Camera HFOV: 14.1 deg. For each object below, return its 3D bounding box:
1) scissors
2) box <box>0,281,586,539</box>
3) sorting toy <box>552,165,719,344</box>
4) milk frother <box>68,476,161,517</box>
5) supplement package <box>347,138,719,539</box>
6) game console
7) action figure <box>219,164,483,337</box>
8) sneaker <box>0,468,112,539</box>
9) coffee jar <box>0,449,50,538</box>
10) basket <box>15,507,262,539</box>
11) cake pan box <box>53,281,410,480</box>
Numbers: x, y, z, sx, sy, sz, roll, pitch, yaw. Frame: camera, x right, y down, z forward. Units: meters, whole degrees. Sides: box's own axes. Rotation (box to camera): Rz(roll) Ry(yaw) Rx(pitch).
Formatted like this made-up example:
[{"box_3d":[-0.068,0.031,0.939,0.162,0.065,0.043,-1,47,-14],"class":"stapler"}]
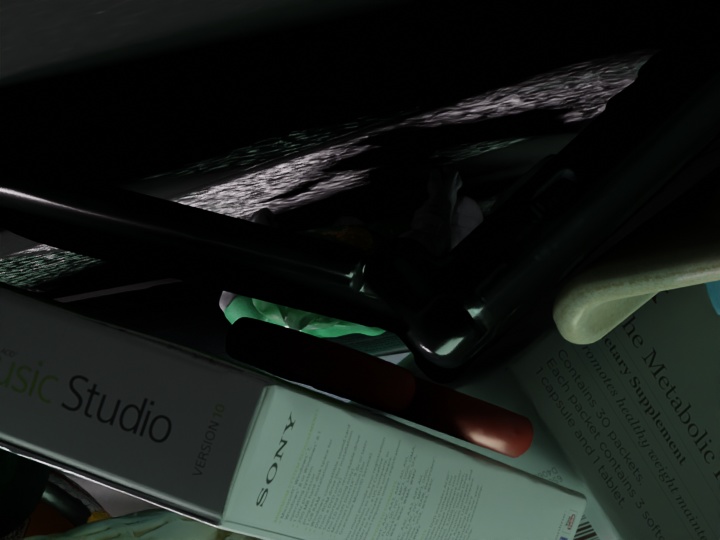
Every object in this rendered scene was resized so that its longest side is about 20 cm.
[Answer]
[{"box_3d":[-0.022,0.020,0.752,0.073,0.014,0.200,19,179,-25],"class":"scissors"},{"box_3d":[-0.045,0.035,0.693,0.144,0.036,0.200,18,175,26],"class":"box"},{"box_3d":[0.168,-0.037,0.715,0.200,0.037,0.185,-18,-169,42],"class":"sorting toy"},{"box_3d":[-0.032,0.157,1.112,0.188,0.181,0.200,2,-151,29],"class":"milk frother"},{"box_3d":[0.095,0.038,0.859,0.200,0.114,0.109,-38,-172,-41],"class":"supplement package"},{"box_3d":[0.004,-0.037,0.675,0.176,0.116,0.200,-43,177,-1],"class":"game console"},{"box_3d":[0.000,0.000,0.919,0.118,0.055,0.200,-11,180,10],"class":"action figure"},{"box_3d":[-0.167,0.080,1.023,0.200,0.078,0.082,14,180,-34],"class":"sneaker"},{"box_3d":[-0.159,0.041,0.761,0.104,0.086,0.200,-6,178,12],"class":"coffee jar"},{"box_3d":[-0.109,0.138,0.767,0.135,0.124,0.200,-16,175,37],"class":"basket"},{"box_3d":[-0.022,0.037,1.071,0.200,0.052,0.184,-9,-170,-29],"class":"cake pan box"}]
